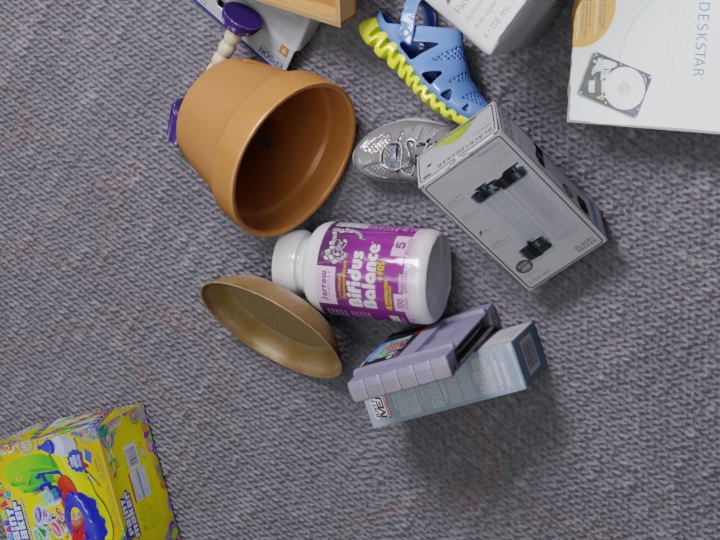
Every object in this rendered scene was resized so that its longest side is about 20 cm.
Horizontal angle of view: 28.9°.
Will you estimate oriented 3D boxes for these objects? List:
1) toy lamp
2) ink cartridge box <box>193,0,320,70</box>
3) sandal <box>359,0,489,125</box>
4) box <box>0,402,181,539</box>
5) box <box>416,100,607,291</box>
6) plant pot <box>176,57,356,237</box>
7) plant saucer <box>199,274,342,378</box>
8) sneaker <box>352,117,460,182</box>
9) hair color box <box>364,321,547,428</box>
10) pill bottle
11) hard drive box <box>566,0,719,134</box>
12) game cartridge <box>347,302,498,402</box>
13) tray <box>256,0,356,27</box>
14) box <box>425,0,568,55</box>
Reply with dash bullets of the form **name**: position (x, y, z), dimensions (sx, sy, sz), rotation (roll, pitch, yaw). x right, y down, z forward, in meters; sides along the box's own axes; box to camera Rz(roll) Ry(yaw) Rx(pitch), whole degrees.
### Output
- **toy lamp**: position (-0.184, -0.232, 1.701), dimensions (0.058, 0.058, 0.201), rotation (39, 126, 11)
- **ink cartridge box**: position (-0.122, -0.363, 1.653), dimensions (0.199, 0.041, 0.200), rotation (42, 139, 9)
- **sandal**: position (0.087, -0.240, 1.583), dimensions (0.087, 0.079, 0.200), rotation (-47, 74, 15)
- **box**: position (-0.372, 0.303, 1.870), dimensions (0.191, 0.122, 0.201), rotation (-13, 96, 25)
- **box**: position (0.168, -0.080, 1.543), dimensions (0.116, 0.060, 0.200), rotation (-36, 122, 25)
- **plant pot**: position (-0.123, -0.159, 1.641), dimensions (0.140, 0.200, 0.201), rotation (34, 113, 29)
- **plant saucer**: position (-0.102, 0.061, 1.700), dimensions (0.199, 0.201, 0.036), rotation (25, 67, 16)
- **sneaker**: position (0.079, -0.139, 1.610), dimensions (0.199, 0.082, 0.075), rotation (-4, 99, 22)
- **hair color box**: position (0.109, 0.123, 1.644), dimensions (0.199, 0.099, 0.061), rotation (-17, 95, 25)
- **pill bottle**: position (0.000, 0.000, 1.657), dimensions (0.199, 0.112, 0.113), rotation (5, 103, 21)
- **hard drive box**: position (0.329, -0.231, 1.492), dimensions (0.199, 0.077, 0.157), rotation (6, 104, 21)
- **game cartridge**: position (0.072, 0.091, 1.597), dimensions (0.129, 0.200, 0.039), rotation (-13, 101, 23)
- **tray**: position (-0.094, -0.351, 1.578), dimensions (0.199, 0.037, 0.099), rotation (23, 133, 29)
- **box**: position (0.171, -0.348, 1.464), dimensions (0.131, 0.200, 0.199), rotation (41, 113, 9)
